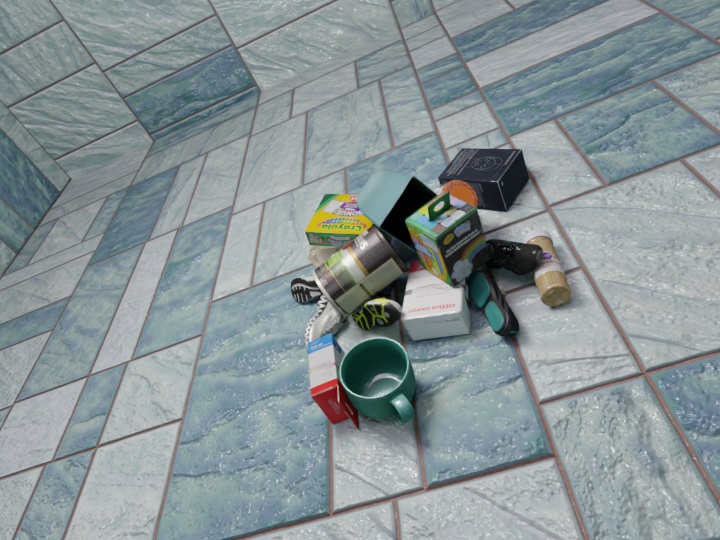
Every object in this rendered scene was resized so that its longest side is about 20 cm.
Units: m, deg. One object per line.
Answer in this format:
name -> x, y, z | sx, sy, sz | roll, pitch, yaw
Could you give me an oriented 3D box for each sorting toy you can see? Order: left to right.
sorting toy -> -0.024, -0.071, 1.584 | 0.200, 0.107, 0.180 | -7, 35, 28

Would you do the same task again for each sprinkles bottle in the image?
sprinkles bottle -> 0.425, -0.009, 1.235 | 0.068, 0.068, 0.200 | -17, 39, 16

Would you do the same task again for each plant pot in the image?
plant pot -> 0.087, -0.163, 1.336 | 0.141, 0.141, 0.200 | -56, 34, 5

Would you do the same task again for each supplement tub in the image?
supplement tub -> 0.215, -0.149, 1.415 | 0.123, 0.122, 0.200 | -54, 4, -28

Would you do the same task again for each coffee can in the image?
coffee can -> 0.000, 0.000, 1.347 | 0.200, 0.146, 0.146 | -37, 37, 5

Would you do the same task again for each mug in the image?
mug -> 0.041, 0.249, 1.143 | 0.152, 0.115, 0.185 | -8, 44, 12

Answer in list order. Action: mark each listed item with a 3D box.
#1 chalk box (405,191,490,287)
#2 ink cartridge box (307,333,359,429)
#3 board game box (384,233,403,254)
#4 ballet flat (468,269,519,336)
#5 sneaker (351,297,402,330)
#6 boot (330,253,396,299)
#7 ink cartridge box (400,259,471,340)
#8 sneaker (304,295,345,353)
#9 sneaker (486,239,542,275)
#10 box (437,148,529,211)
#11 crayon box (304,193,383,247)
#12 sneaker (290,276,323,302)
chalk box -> 0.194, -0.089, 1.230 | 0.125, 0.200, 0.124 | -35, 38, -13
ink cartridge box -> -0.062, 0.256, 1.208 | 0.067, 0.116, 0.200 | -22, 37, 9
board game box -> 0.100, -0.127, 1.529 | 0.037, 0.151, 0.200 | 13, 40, -11
ballet flat -> 0.305, 0.076, 1.221 | 0.073, 0.073, 0.200 | -25, 38, 6
sneaker -> 0.046, 0.091, 1.311 | 0.076, 0.075, 0.200 | -44, 11, -25
boot -> -0.003, 0.015, 1.452 | 0.200, 0.073, 0.090 | 12, 54, 18
ink cartridge box -> 0.188, 0.061, 1.295 | 0.144, 0.084, 0.200 | -11, 40, 23
sneaker -> -0.086, 0.142, 1.399 | 0.081, 0.075, 0.200 | 1, 46, 22
sneaker -> 0.339, -0.035, 1.264 | 0.200, 0.079, 0.076 | 0, 71, 65
box -> 0.352, -0.264, 1.543 | 0.200, 0.107, 0.148 | 13, 54, 43
crayon box -> -0.031, -0.140, 1.497 | 0.200, 0.058, 0.173 | 4, 44, 19
sneaker -> -0.119, 0.047, 1.542 | 0.200, 0.074, 0.080 | -7, 3, 40
